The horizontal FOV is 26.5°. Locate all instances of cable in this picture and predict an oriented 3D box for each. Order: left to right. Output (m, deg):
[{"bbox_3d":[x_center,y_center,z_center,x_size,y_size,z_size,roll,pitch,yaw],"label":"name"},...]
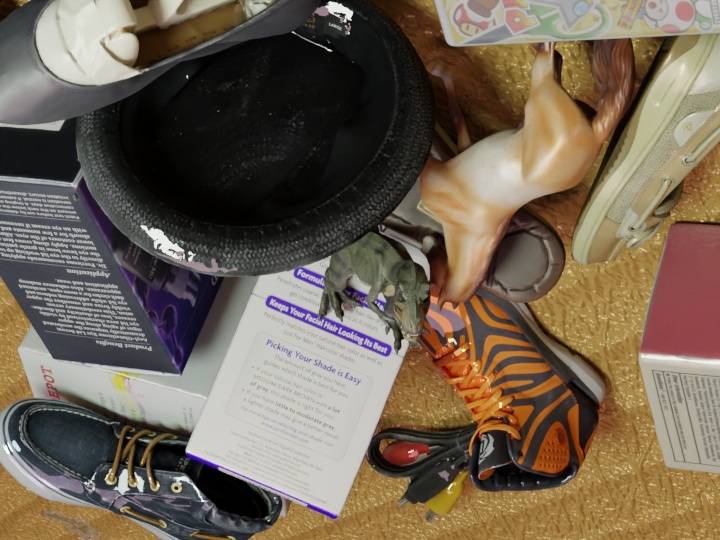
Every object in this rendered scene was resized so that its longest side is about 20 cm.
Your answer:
[{"bbox_3d":[0.079,0.139,1.246,0.097,0.050,0.200,45,130,-5],"label":"cable"}]

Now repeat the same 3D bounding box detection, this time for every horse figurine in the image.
[{"bbox_3d":[0.081,-0.076,0.844,0.200,0.133,0.050,-33,161,37],"label":"horse figurine"}]

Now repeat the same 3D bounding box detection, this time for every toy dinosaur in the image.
[{"bbox_3d":[0.000,0.000,0.935,0.200,0.047,0.088,41,151,48],"label":"toy dinosaur"}]

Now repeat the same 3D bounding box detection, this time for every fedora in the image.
[{"bbox_3d":[-0.058,-0.070,0.854,0.200,0.201,0.092,19,155,3],"label":"fedora"}]

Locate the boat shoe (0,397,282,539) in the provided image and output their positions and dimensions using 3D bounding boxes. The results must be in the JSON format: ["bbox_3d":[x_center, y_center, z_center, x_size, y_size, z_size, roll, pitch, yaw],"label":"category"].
[{"bbox_3d":[-0.152,0.134,1.063,0.200,0.071,0.091,28,145,-21],"label":"boat shoe"}]

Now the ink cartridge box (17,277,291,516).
[{"bbox_3d":[-0.127,0.065,1.138,0.199,0.145,0.146,15,146,10],"label":"ink cartridge box"}]

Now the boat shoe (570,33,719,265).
[{"bbox_3d":[0.173,-0.063,0.861,0.063,0.073,0.201,24,140,3],"label":"boat shoe"}]

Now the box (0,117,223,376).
[{"bbox_3d":[-0.166,-0.048,1.000,0.104,0.148,0.200,5,145,21],"label":"box"}]

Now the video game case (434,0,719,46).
[{"bbox_3d":[0.101,-0.198,0.719,0.181,0.023,0.201,1,131,28],"label":"video game case"}]

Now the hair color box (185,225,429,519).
[{"bbox_3d":[-0.027,0.049,1.006,0.109,0.201,0.065,23,171,-1],"label":"hair color box"}]

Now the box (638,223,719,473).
[{"bbox_3d":[0.283,0.054,0.930,0.199,0.109,0.128,4,143,24],"label":"box"}]

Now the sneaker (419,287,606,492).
[{"bbox_3d":[0.089,0.083,1.074,0.200,0.112,0.078,34,144,-17],"label":"sneaker"}]

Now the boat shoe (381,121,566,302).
[{"bbox_3d":[0.039,-0.055,0.943,0.202,0.075,0.075,43,103,2],"label":"boat shoe"}]

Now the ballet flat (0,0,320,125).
[{"bbox_3d":[-0.107,-0.133,0.784,0.199,0.073,0.073,-22,148,-16],"label":"ballet flat"}]
